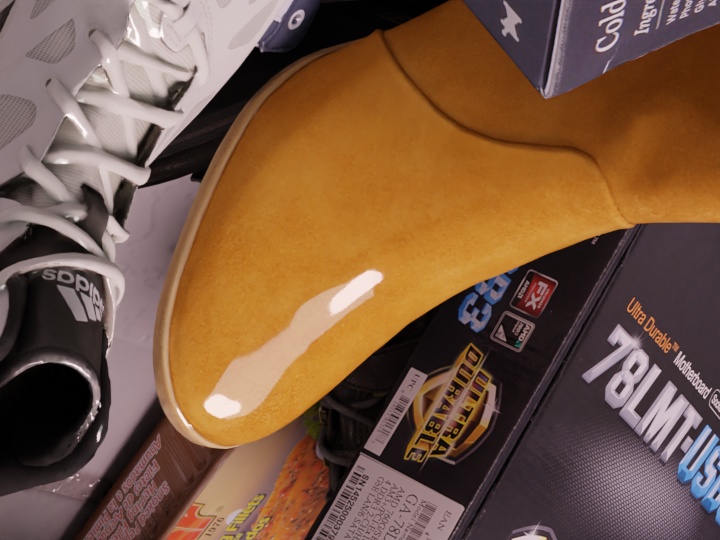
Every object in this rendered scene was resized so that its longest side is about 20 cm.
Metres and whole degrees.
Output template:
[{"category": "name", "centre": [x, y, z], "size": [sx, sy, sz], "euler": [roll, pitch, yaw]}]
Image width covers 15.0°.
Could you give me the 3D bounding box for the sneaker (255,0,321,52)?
[{"category": "sneaker", "centre": [0.014, -0.120, 0.724], "size": [0.200, 0.070, 0.109], "euler": [-8, 132, -29]}]

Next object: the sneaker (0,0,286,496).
[{"category": "sneaker", "centre": [-0.059, -0.019, 0.632], "size": [0.201, 0.115, 0.076], "euler": [-47, 133, 4]}]

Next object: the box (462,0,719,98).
[{"category": "box", "centre": [0.067, -0.165, 0.601], "size": [0.182, 0.200, 0.104], "euler": [-25, 147, -21]}]

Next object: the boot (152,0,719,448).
[{"category": "boot", "centre": [0.048, -0.026, 0.692], "size": [0.201, 0.144, 0.071], "euler": [-55, 134, -18]}]

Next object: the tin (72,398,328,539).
[{"category": "tin", "centre": [-0.041, 0.087, 0.956], "size": [0.112, 0.042, 0.200], "euler": [0, 135, -49]}]

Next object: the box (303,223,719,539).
[{"category": "box", "centre": [0.072, 0.055, 0.853], "size": [0.199, 0.050, 0.200], "euler": [-57, 151, -8]}]

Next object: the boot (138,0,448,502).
[{"category": "boot", "centre": [0.000, 0.000, 0.816], "size": [0.200, 0.069, 0.174], "euler": [-18, 123, -30]}]
